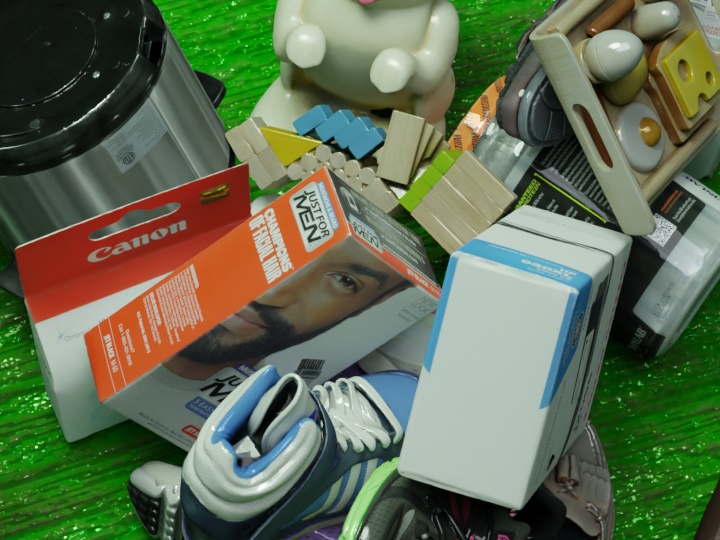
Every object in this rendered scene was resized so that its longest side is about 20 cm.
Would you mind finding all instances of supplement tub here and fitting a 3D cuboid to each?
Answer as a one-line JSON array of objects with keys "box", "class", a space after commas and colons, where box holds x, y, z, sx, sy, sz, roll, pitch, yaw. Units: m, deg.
[{"box": [0.154, -0.040, 1.651, 0.200, 0.123, 0.123, 35, 70, 10], "class": "supplement tub"}]

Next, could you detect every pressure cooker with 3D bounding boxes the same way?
[{"box": [-0.179, -0.077, 1.609, 0.176, 0.200, 0.179, -19, 47, 10], "class": "pressure cooker"}]

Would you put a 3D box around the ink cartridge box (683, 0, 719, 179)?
[{"box": [0.221, -0.185, 1.737, 0.146, 0.085, 0.200, 20, 70, 4], "class": "ink cartridge box"}]

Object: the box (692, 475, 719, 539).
[{"box": [0.285, 0.219, 1.530, 0.166, 0.164, 0.200, 25, 68, 6], "class": "box"}]

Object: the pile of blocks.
[{"box": [0.012, -0.072, 1.614, 0.200, 0.062, 0.082, 20, 99, 12], "class": "pile of blocks"}]

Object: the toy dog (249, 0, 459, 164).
[{"box": [0.019, -0.185, 1.647, 0.140, 0.200, 0.194, 24, 54, 13], "class": "toy dog"}]

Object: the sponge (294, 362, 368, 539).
[{"box": [-0.006, 0.107, 1.593, 0.112, 0.030, 0.200, 24, 46, 4], "class": "sponge"}]

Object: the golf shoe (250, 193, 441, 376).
[{"box": [0.000, 0.000, 1.611, 0.075, 0.092, 0.200, -31, 60, -35], "class": "golf shoe"}]

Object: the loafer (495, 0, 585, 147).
[{"box": [0.135, -0.144, 1.615, 0.063, 0.072, 0.200, 17, 39, 26], "class": "loafer"}]

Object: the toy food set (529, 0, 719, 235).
[{"box": [0.197, -0.129, 1.571, 0.200, 0.060, 0.144, -42, 110, -46], "class": "toy food set"}]

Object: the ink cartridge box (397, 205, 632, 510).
[{"box": [0.101, 0.049, 1.513, 0.084, 0.200, 0.145, 17, 104, 12], "class": "ink cartridge box"}]

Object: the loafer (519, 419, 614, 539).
[{"box": [0.133, 0.184, 1.588, 0.072, 0.063, 0.200, 11, 67, 0], "class": "loafer"}]

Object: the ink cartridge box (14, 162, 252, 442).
[{"box": [-0.133, 0.023, 1.561, 0.160, 0.200, 0.047, -21, 63, -12], "class": "ink cartridge box"}]

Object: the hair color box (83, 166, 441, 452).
[{"box": [-0.062, 0.031, 1.521, 0.200, 0.111, 0.064, -35, 49, 18], "class": "hair color box"}]

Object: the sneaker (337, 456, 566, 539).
[{"box": [0.058, 0.158, 1.498, 0.084, 0.077, 0.200, 30, 30, 33], "class": "sneaker"}]

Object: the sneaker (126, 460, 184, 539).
[{"box": [-0.057, 0.169, 1.584, 0.200, 0.075, 0.081, 24, 55, 2], "class": "sneaker"}]

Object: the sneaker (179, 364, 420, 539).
[{"box": [-0.022, 0.097, 1.468, 0.200, 0.146, 0.081, -30, 68, -24], "class": "sneaker"}]
